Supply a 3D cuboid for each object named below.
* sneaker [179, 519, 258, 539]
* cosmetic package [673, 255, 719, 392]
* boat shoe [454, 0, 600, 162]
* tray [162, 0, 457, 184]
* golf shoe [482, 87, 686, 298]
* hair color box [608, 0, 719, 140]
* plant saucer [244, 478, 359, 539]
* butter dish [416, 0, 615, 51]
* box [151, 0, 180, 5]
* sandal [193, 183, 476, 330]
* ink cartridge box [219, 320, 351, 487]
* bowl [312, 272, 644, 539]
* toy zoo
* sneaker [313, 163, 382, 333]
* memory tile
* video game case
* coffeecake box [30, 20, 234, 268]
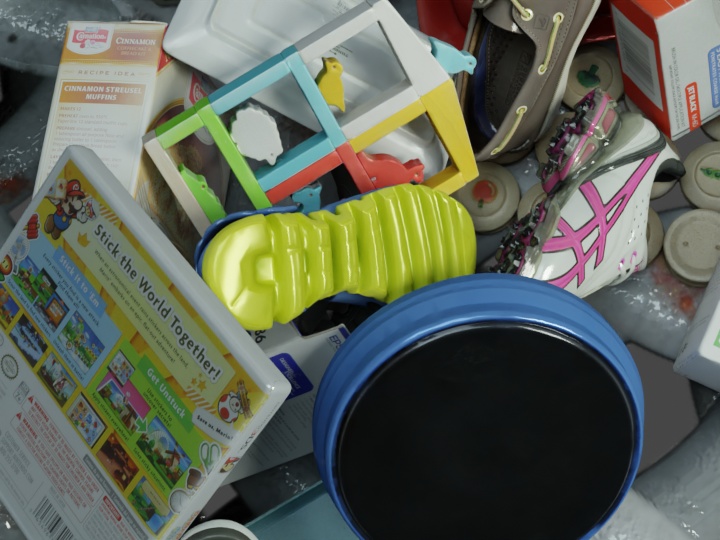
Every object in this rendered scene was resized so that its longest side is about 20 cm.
[{"bbox_3d":[-0.062,0.203,0.847,0.083,0.201,0.121,-10,28,2],"label":"sneaker"},{"bbox_3d":[0.281,-0.012,0.880,0.107,0.085,0.201,23,81,6],"label":"cosmetic package"},{"bbox_3d":[0.101,-0.158,0.893,0.072,0.201,0.059,34,42,25],"label":"boat shoe"},{"bbox_3d":[-0.018,-0.141,0.919,0.199,0.022,0.108,26,62,-15],"label":"tray"},{"bbox_3d":[0.138,-0.015,0.895,0.092,0.073,0.201,32,73,-7],"label":"golf shoe"},{"bbox_3d":[0.260,-0.181,0.910,0.199,0.111,0.064,-31,49,-5],"label":"hair color box"},{"bbox_3d":[-0.010,0.167,0.925,0.199,0.019,0.070,-31,70,0],"label":"plant saucer"},{"bbox_3d":[0.124,-0.260,0.953,0.199,0.148,0.201,-7,69,9],"label":"butter dish"},{"bbox_3d":[-0.079,-0.263,0.990,0.199,0.128,0.110,-1,75,23],"label":"box"},{"bbox_3d":[-0.019,-0.011,0.854,0.199,0.087,0.080,-2,93,-34],"label":"sandal"},{"bbox_3d":[-0.079,0.085,0.903,0.199,0.100,0.039,-21,42,14],"label":"ink cartridge box"},{"bbox_3d":[0.072,0.099,0.848,0.200,0.201,0.039,-20,28,5],"label":"bowl"},{"bbox_3d":[-0.015,-0.078,0.880,0.199,0.020,0.132,-30,114,0],"label":"toy zoo"},{"bbox_3d":[0.000,0.000,0.943,0.099,0.071,0.201,-29,75,-4],"label":"sneaker"},{"bbox_3d":[0.166,-0.078,0.964,0.199,0.017,0.154,14,77,14],"label":"memory tile"},{"bbox_3d":[-0.150,0.062,0.800,0.200,0.023,0.182,47,111,26],"label":"video game case"},{"bbox_3d":[-0.148,-0.039,0.940,0.073,0.154,0.201,4,75,15],"label":"coffeecake box"}]
